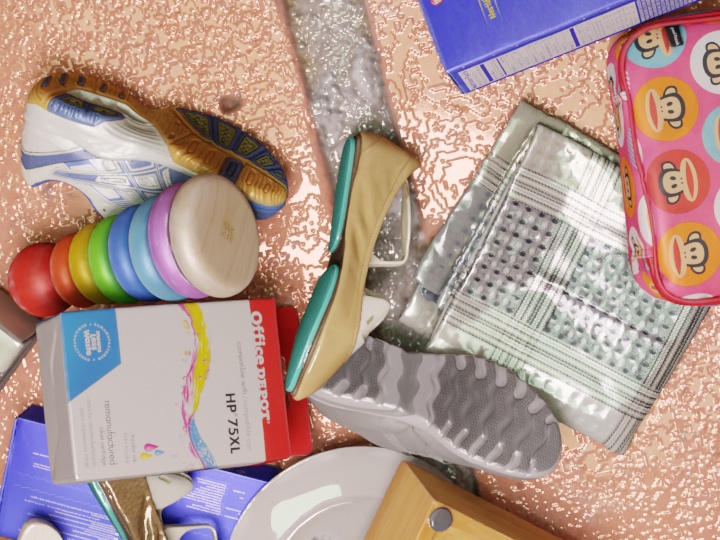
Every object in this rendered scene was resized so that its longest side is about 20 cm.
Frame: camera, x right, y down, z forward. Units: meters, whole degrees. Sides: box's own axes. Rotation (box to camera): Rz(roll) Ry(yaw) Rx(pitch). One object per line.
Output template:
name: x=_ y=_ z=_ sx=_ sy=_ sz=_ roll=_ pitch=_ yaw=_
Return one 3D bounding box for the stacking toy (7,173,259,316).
stacking toy: x=-0.170 y=-0.010 z=1.378 sx=0.199 sy=0.085 sz=0.086 roll=-11 pitch=100 yaw=35

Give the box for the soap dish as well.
soap dish: x=0.086 y=0.251 z=1.388 sx=0.199 sy=0.081 sz=0.158 roll=28 pitch=85 yaw=-13

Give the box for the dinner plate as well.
dinner plate: x=-0.002 y=0.228 z=1.434 sx=0.198 sy=0.024 sz=0.202 roll=-2 pitch=102 yaw=-7

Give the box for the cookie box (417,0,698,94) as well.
cookie box: x=0.126 y=-0.236 z=1.310 sx=0.199 sy=0.075 sz=0.172 roll=-21 pitch=77 yaw=9

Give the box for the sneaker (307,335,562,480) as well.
sneaker: x=0.052 y=0.100 z=1.403 sx=0.199 sy=0.082 sz=0.075 roll=22 pitch=65 yaw=12

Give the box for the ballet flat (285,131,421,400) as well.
ballet flat: x=0.000 y=0.000 z=1.368 sx=0.063 sy=0.069 sz=0.201 roll=17 pitch=77 yaw=-11

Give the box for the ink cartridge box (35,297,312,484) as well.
ink cartridge box: x=-0.119 y=0.082 z=1.365 sx=0.199 sy=0.067 sz=0.117 roll=-4 pitch=83 yaw=-25

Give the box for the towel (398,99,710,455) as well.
towel: x=0.148 y=0.006 z=1.396 sx=0.199 sy=0.035 sz=0.193 roll=29 pitch=102 yaw=1

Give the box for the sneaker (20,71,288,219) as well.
sneaker: x=-0.150 y=-0.071 z=1.406 sx=0.199 sy=0.075 sz=0.089 roll=22 pitch=119 yaw=4

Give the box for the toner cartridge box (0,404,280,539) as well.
toner cartridge box: x=-0.167 y=0.173 z=1.456 sx=0.199 sy=0.043 sz=0.096 roll=15 pitch=102 yaw=4

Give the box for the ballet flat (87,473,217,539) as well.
ballet flat: x=-0.143 y=0.191 z=1.406 sx=0.072 sy=0.068 sz=0.201 roll=-25 pitch=95 yaw=-10

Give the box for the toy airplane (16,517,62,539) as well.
toy airplane: x=-0.269 y=0.308 z=1.441 sx=0.198 sy=0.141 sz=0.201 roll=-27 pitch=96 yaw=10

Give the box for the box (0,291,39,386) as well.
box: x=-0.325 y=0.101 z=1.440 sx=0.082 sy=0.068 sz=0.201 roll=35 pitch=102 yaw=-1

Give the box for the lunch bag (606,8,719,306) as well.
lunch bag: x=0.266 y=-0.080 z=1.337 sx=0.175 sy=0.082 sz=0.202 roll=-9 pitch=92 yaw=-4
